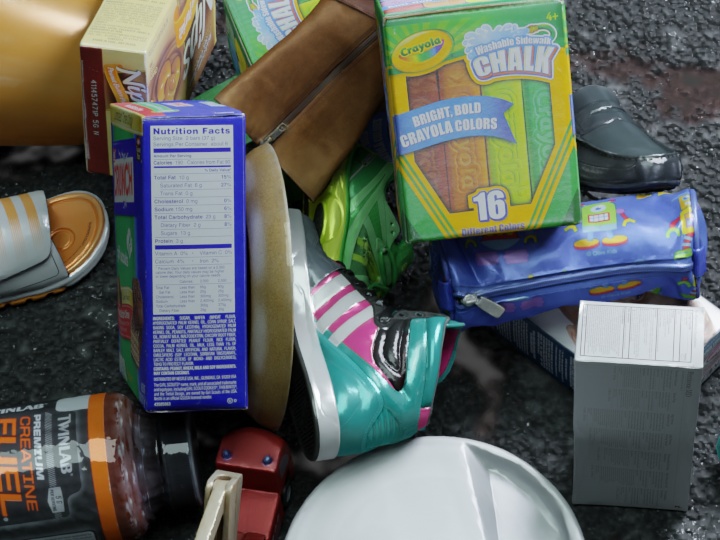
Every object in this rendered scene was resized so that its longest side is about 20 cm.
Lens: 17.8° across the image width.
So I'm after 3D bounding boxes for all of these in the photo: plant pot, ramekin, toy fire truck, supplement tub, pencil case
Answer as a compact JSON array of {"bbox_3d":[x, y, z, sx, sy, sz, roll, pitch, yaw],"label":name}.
[{"bbox_3d":[-0.075,0.012,1.602,0.027,0.200,0.201,-2,56,-12],"label":"plant pot"},{"bbox_3d":[0.051,0.218,1.523,0.202,0.094,0.203,-3,57,4],"label":"ramekin"},{"bbox_3d":[-0.288,-0.174,1.760,0.183,0.200,0.201,12,58,-6],"label":"plant pot"},{"bbox_3d":[-0.092,0.180,1.531,0.049,0.141,0.200,8,58,10],"label":"toy fire truck"},{"bbox_3d":[-0.211,0.141,1.587,0.199,0.107,0.107,-9,57,-1],"label":"supplement tub"},{"bbox_3d":[0.143,-0.006,1.596,0.199,0.078,0.087,-8,29,2],"label":"pencil case"}]

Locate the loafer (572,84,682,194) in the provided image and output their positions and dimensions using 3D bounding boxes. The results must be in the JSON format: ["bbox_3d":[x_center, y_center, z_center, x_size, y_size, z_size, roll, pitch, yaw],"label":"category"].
[{"bbox_3d":[0.168,-0.099,1.675,0.068,0.071,0.200,-3,14,-24],"label":"loafer"}]

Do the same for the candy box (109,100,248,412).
[{"bbox_3d":[-0.126,-0.015,1.589,0.077,0.169,0.201,-1,97,-12],"label":"candy box"}]

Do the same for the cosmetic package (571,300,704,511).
[{"bbox_3d":[0.183,0.092,1.529,0.082,0.200,0.051,5,58,7],"label":"cosmetic package"}]

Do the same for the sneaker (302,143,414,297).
[{"bbox_3d":[0.000,0.000,1.675,0.083,0.074,0.201,12,70,-20],"label":"sneaker"}]

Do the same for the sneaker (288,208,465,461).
[{"bbox_3d":[0.008,0.037,1.569,0.120,0.084,0.200,-3,53,-13],"label":"sneaker"}]

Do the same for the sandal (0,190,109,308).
[{"bbox_3d":[-0.285,-0.010,1.718,0.206,0.059,0.079,-23,58,-10],"label":"sandal"}]

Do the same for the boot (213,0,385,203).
[{"bbox_3d":[0.027,-0.128,1.639,0.188,0.068,0.200,41,89,-13],"label":"boot"}]

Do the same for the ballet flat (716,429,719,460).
[{"bbox_3d":[0.337,0.149,1.563,0.200,0.074,0.074,38,67,21],"label":"ballet flat"}]

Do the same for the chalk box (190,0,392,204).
[{"bbox_3d":[-0.030,-0.146,1.746,0.199,0.124,0.125,-20,58,-8],"label":"chalk box"}]

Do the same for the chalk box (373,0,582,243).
[{"bbox_3d":[0.076,-0.134,1.557,0.124,0.201,0.124,-7,16,0],"label":"chalk box"}]

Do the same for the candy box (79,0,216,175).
[{"bbox_3d":[-0.158,-0.173,1.745,0.055,0.116,0.200,8,39,7],"label":"candy box"}]

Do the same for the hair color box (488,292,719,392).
[{"bbox_3d":[0.159,0.023,1.660,0.200,0.061,0.100,38,68,24],"label":"hair color box"}]
